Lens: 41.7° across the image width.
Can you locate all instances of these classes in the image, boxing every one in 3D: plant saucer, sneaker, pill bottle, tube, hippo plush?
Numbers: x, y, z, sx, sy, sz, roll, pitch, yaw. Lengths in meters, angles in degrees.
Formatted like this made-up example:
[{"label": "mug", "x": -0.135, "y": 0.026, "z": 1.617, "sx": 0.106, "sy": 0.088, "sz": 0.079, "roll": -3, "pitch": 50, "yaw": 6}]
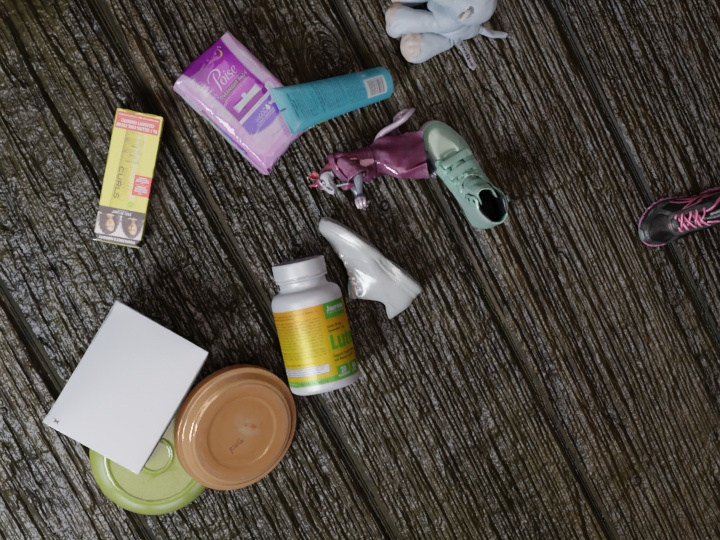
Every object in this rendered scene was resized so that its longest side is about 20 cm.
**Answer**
[{"label": "plant saucer", "x": -0.187, "y": 0.244, "z": 1.449, "sx": 0.200, "sy": 0.032, "sz": 0.201, "roll": -9, "pitch": 108, "yaw": -29}, {"label": "sneaker", "x": 0.568, "y": -0.094, "z": 1.596, "sx": 0.199, "sy": 0.095, "sz": 0.079, "roll": -20, "pitch": 98, "yaw": -9}, {"label": "pill bottle", "x": -0.075, "y": 0.082, "z": 1.461, "sx": 0.111, "sy": 0.111, "sz": 0.201, "roll": -14, "pitch": 95, "yaw": -11}, {"label": "tube", "x": -0.040, "y": -0.267, "z": 1.447, "sx": 0.199, "sy": 0.050, "sz": 0.078, "roll": -22, "pitch": 75, "yaw": -32}, {"label": "sneaker", "x": 0.000, "y": 0.000, "z": 1.499, "sx": 0.200, "sy": 0.075, "sz": 0.089, "roll": 39, "pitch": 96, "yaw": -12}, {"label": "hippo plush", "x": 0.135, "y": -0.397, "z": 1.458, "sx": 0.200, "sy": 0.161, "sz": 0.159, "roll": 45, "pitch": 83, "yaw": -10}, {"label": "sneaker", "x": 0.171, "y": -0.157, "z": 1.498, "sx": 0.074, "sy": 0.118, "sz": 0.201, "roll": -35, "pitch": 98, "yaw": -6}, {"label": "plant saucer", "x": -0.317, "y": 0.283, "z": 1.462, "sx": 0.199, "sy": 0.031, "sz": 0.201, "roll": -1, "pitch": 93, "yaw": -12}]

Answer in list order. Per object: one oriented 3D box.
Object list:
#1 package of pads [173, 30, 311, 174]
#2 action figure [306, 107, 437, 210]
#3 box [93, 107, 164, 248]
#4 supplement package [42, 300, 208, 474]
[{"label": "package of pads", "x": -0.175, "y": -0.256, "z": 1.444, "sx": 0.200, "sy": 0.076, "sz": 0.121, "roll": 44, "pitch": 80, "yaw": -10}, {"label": "action figure", "x": 0.012, "y": -0.170, "z": 1.458, "sx": 0.199, "sy": 0.134, "sz": 0.150, "roll": -11, "pitch": 94, "yaw": -14}, {"label": "box", "x": -0.349, "y": -0.138, "z": 1.426, "sx": 0.075, "sy": 0.050, "sz": 0.201, "roll": 11, "pitch": 90, "yaw": -11}, {"label": "supplement package", "x": -0.339, "y": 0.172, "z": 1.389, "sx": 0.155, "sy": 0.111, "sz": 0.200, "roll": 30, "pitch": 78, "yaw": -4}]
